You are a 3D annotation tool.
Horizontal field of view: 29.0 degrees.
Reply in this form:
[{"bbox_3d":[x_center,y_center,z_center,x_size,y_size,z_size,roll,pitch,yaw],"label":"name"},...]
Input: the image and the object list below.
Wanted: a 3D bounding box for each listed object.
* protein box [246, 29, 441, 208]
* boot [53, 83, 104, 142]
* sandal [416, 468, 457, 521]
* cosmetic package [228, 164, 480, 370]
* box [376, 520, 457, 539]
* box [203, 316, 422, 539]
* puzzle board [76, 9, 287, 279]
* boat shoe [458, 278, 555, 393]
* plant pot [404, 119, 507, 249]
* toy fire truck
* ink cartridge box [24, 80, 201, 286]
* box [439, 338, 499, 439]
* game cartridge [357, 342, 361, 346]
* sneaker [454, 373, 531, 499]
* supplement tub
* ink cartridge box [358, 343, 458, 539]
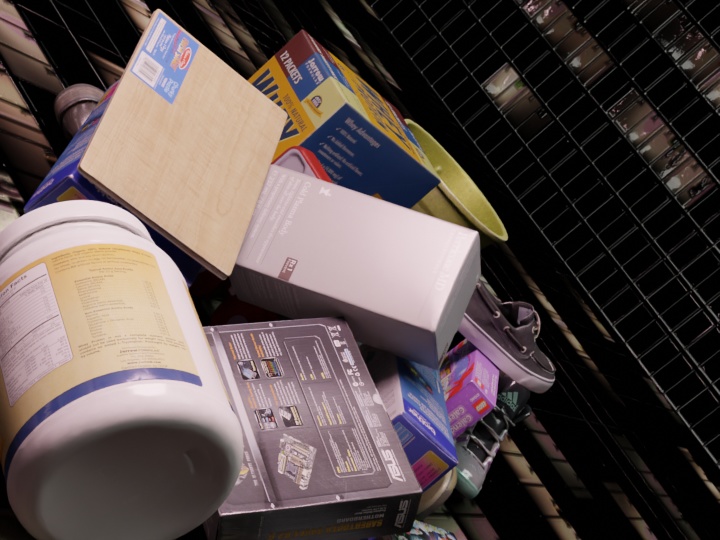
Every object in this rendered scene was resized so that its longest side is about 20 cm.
[{"bbox_3d":[-0.057,-0.120,1.572,0.198,0.200,0.135,34,21,-47],"label":"protein box"},{"bbox_3d":[-0.208,-0.071,1.302,0.200,0.069,0.174,28,31,-46],"label":"boot"},{"bbox_3d":[0.023,0.167,1.337,0.057,0.080,0.201,40,6,-40],"label":"sandal"},{"bbox_3d":[-0.005,-0.003,1.201,0.199,0.107,0.090,16,-25,17],"label":"cosmetic package"},{"bbox_3d":[0.080,0.309,1.218,0.137,0.040,0.200,29,25,-52],"label":"box"},{"bbox_3d":[-0.059,0.123,1.082,0.158,0.048,0.200,-4,41,-21],"label":"box"},{"bbox_3d":[-0.143,-0.106,1.153,0.151,0.017,0.200,38,44,-24],"label":"puzzle board"},{"bbox_3d":[0.155,0.057,1.474,0.200,0.066,0.070,41,17,-29],"label":"boat shoe"},{"bbox_3d":[0.054,-0.058,1.786,0.200,0.184,0.200,46,14,-15],"label":"plant pot"},{"bbox_3d":[-0.066,0.002,1.299,0.200,0.168,0.112,57,16,27],"label":"toy fire truck"},{"bbox_3d":[-0.185,-0.061,1.166,0.136,0.076,0.200,43,44,-20],"label":"ink cartridge box"},{"bbox_3d":[0.082,0.139,1.462,0.039,0.137,0.200,48,15,-5],"label":"box"},{"bbox_3d":[0.003,0.056,1.515,0.200,0.041,0.134,-62,147,-78],"label":"game cartridge"},{"bbox_3d":[0.147,0.167,1.573,0.078,0.140,0.200,46,14,-14],"label":"sneaker"},{"bbox_3d":[-0.167,0.064,0.890,0.144,0.144,0.200,35,20,-44],"label":"supplement tub"},{"bbox_3d":[0.007,0.151,1.204,0.076,0.136,0.200,43,16,-17],"label":"ink cartridge box"}]
